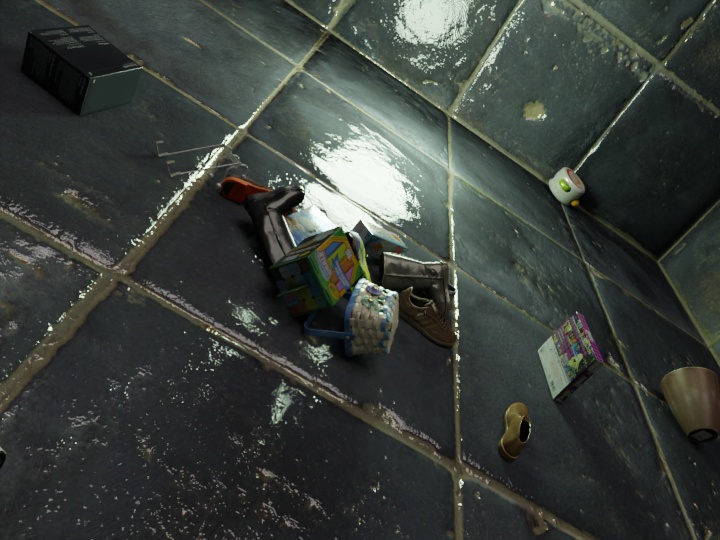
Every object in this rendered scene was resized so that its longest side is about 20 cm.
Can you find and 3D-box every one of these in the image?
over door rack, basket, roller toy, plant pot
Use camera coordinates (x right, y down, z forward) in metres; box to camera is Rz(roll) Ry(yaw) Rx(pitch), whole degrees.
[{"bbox_3d":[-0.390,-0.259,1.403,0.194,0.069,0.148,-5,32,-32],"label":"over door rack"},{"bbox_3d":[-0.015,0.100,1.284,0.193,0.143,0.178,2,29,11],"label":"basket"},{"bbox_3d":[1.160,-0.470,3.243,0.196,0.140,0.186,26,42,-24],"label":"roller toy"},{"bbox_3d":[1.146,0.472,1.965,0.183,0.187,0.204,26,47,-16],"label":"plant pot"}]

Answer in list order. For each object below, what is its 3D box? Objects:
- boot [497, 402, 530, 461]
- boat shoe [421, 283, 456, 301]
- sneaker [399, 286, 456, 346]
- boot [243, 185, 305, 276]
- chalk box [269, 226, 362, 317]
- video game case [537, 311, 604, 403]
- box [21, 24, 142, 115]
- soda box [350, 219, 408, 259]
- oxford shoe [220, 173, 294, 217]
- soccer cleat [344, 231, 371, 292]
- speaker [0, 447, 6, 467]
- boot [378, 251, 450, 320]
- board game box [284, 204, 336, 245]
[{"bbox_3d":[0.387,0.373,1.383,0.073,0.076,0.200,37,29,6],"label":"boot"},{"bbox_3d":[0.190,0.021,1.647,0.198,0.072,0.071,35,30,-5],"label":"boat shoe"},{"bbox_3d":[0.181,0.122,1.500,0.197,0.076,0.071,32,30,-8],"label":"sneaker"},{"bbox_3d":[-0.174,-0.095,1.366,0.160,0.066,0.204,-17,66,-23],"label":"boot"},{"bbox_3d":[-0.104,0.013,1.251,0.200,0.122,0.127,-47,116,-51],"label":"chalk box"},{"bbox_3d":[0.603,0.250,1.665,0.035,0.183,0.203,25,32,-15],"label":"video game case"},{"bbox_3d":[-0.674,-0.492,1.401,0.180,0.105,0.201,36,31,0],"label":"box"},{"bbox_3d":[0.050,-0.077,1.598,0.198,0.064,0.069,16,30,-54],"label":"soda box"},{"bbox_3d":[-0.259,-0.198,1.476,0.195,0.072,0.073,25,28,-19],"label":"oxford shoe"},{"bbox_3d":[0.001,-0.001,1.440,0.083,0.063,0.207,8,64,-61],"label":"soccer cleat"},{"bbox_3d":[-0.525,0.182,0.682,0.198,0.082,0.081,40,31,4],"label":"speaker"},{"bbox_3d":[0.143,0.047,1.553,0.194,0.072,0.189,4,75,-25],"label":"boot"},{"bbox_3d":[-0.110,-0.069,1.485,0.199,0.044,0.198,43,30,8],"label":"board game box"}]
